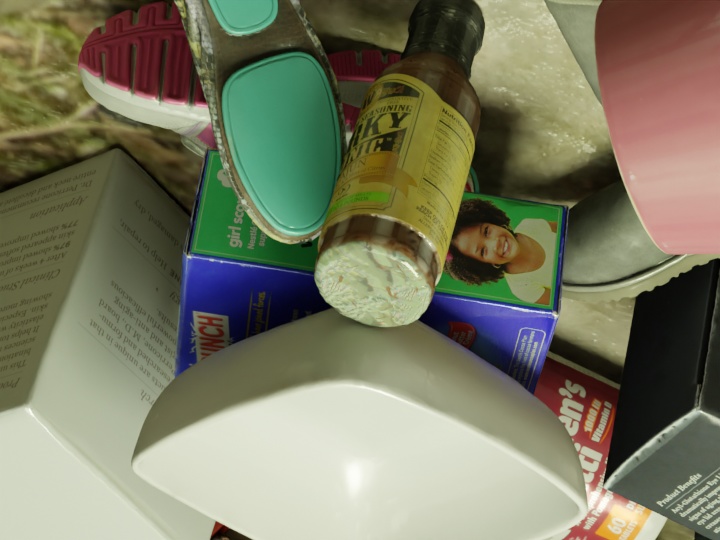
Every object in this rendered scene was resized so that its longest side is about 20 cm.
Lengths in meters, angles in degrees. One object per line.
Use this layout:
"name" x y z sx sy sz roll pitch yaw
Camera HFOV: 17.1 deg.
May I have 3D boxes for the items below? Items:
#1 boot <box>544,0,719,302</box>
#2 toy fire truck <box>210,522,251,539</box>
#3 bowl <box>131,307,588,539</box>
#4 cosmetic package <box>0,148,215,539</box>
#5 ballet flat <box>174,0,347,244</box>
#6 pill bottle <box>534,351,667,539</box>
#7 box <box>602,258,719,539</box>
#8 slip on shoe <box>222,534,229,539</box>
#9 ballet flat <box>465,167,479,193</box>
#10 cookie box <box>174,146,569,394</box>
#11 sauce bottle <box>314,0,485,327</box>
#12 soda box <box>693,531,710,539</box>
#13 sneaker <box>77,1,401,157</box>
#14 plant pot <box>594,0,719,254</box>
"boot" 0.141 -0.080 1.268 0.181 0.073 0.200 -21 137 19
"toy fire truck" -0.103 0.220 1.581 0.176 0.200 0.129 47 138 3
"bowl" 0.002 0.086 1.276 0.199 0.075 0.200 31 144 -35
"cosmetic package" -0.180 0.069 1.451 0.167 0.200 0.166 -16 132 35
"ballet flat" -0.055 -0.111 1.237 0.072 0.072 0.201 -16 90 33
"pill bottle" 0.092 0.099 1.470 0.200 0.110 0.110 25 141 -12
"box" 0.255 0.084 1.369 0.200 0.148 0.104 26 141 -12
"slip on shoe" -0.110 0.198 1.703 0.199 0.061 0.076 5 120 -15
"ballet flat" 0.000 0.000 1.403 0.064 0.076 0.200 -9 155 -34
"cookie box" 0.001 0.023 1.323 0.199 0.075 0.171 9 147 -2
"sauce bottle" 0.026 -0.062 1.221 0.064 0.200 0.065 8 137 8
"soda box" 0.238 0.224 1.500 0.063 0.200 0.071 1 140 15
"sneaker" -0.061 -0.082 1.323 0.199 0.082 0.088 16 140 0
"plant pot" 0.213 -0.089 1.114 0.178 0.200 0.200 -14 134 19
